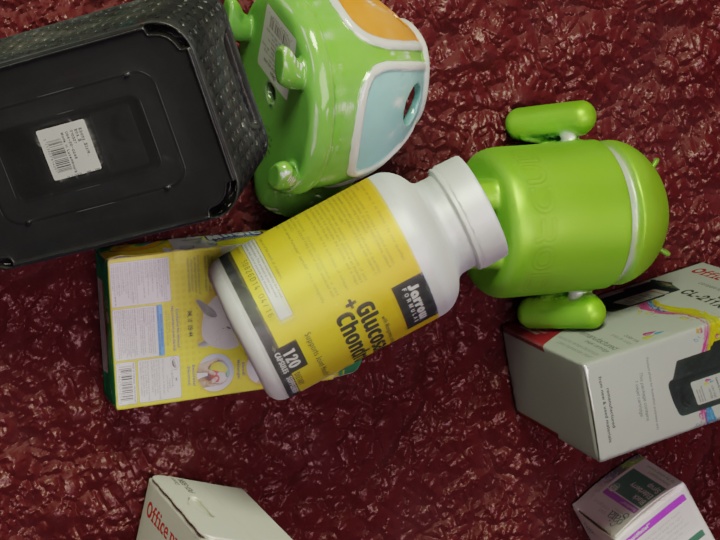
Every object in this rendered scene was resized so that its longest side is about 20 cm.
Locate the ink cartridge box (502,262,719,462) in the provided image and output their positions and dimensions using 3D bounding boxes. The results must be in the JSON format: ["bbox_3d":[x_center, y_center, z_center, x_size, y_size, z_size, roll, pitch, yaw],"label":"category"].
[{"bbox_3d":[0.236,0.068,1.425,0.198,0.146,0.084,-17,106,-19],"label":"ink cartridge box"}]

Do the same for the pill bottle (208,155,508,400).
[{"bbox_3d":[0.000,0.000,1.264,0.199,0.112,0.113,-28,111,-4],"label":"pill bottle"}]

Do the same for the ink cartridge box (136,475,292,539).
[{"bbox_3d":[-0.121,0.272,1.322,0.082,0.147,0.202,10,99,-25],"label":"ink cartridge box"}]

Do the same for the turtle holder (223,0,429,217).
[{"bbox_3d":[-0.021,-0.115,1.279,0.131,0.141,0.187,-11,104,-26],"label":"turtle holder"}]

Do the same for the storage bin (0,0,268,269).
[{"bbox_3d":[-0.177,-0.095,1.192,0.198,0.094,0.136,-13,110,15],"label":"storage bin"}]

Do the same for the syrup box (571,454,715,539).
[{"bbox_3d":[0.268,0.264,1.520,0.081,0.079,0.201,-34,112,-11],"label":"syrup box"}]

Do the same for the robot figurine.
[{"bbox_3d":[0.152,-0.041,1.380,0.198,0.116,0.177,-6,93,-22],"label":"robot figurine"}]

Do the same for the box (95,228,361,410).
[{"bbox_3d":[-0.095,0.031,1.333,0.198,0.048,0.119,-6,104,-19],"label":"box"}]
